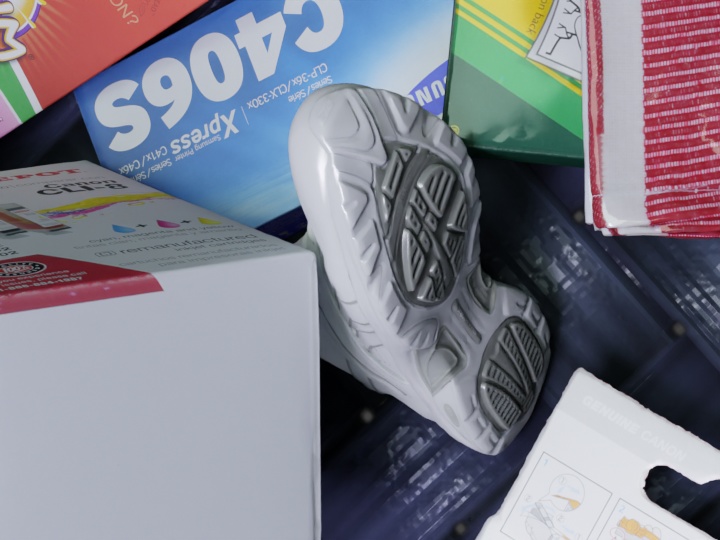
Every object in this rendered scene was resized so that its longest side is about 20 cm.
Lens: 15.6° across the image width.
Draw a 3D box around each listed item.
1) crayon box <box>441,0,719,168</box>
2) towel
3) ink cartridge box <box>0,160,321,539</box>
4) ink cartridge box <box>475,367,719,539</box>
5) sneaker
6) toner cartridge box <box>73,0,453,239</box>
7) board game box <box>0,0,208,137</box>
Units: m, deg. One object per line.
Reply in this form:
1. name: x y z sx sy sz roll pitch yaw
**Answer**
1. crayon box: 0.126 -0.137 1.019 0.172 0.058 0.201 6 89 4
2. towel: 0.182 -0.086 0.977 0.199 0.023 0.145 -1 88 0
3. ink cartridge box: -0.125 0.049 1.029 0.200 0.145 0.145 20 115 56
4. ink cartridge box: 0.107 0.164 1.042 0.161 0.050 0.200 30 93 22
5. sneaker: 0.000 0.000 1.024 0.099 0.200 0.078 13 58 31
6. toner cartridge box: -0.017 -0.076 1.108 0.200 0.043 0.095 -26 79 18
7. board game box: -0.167 -0.139 1.110 0.200 0.040 0.153 -29 108 34
